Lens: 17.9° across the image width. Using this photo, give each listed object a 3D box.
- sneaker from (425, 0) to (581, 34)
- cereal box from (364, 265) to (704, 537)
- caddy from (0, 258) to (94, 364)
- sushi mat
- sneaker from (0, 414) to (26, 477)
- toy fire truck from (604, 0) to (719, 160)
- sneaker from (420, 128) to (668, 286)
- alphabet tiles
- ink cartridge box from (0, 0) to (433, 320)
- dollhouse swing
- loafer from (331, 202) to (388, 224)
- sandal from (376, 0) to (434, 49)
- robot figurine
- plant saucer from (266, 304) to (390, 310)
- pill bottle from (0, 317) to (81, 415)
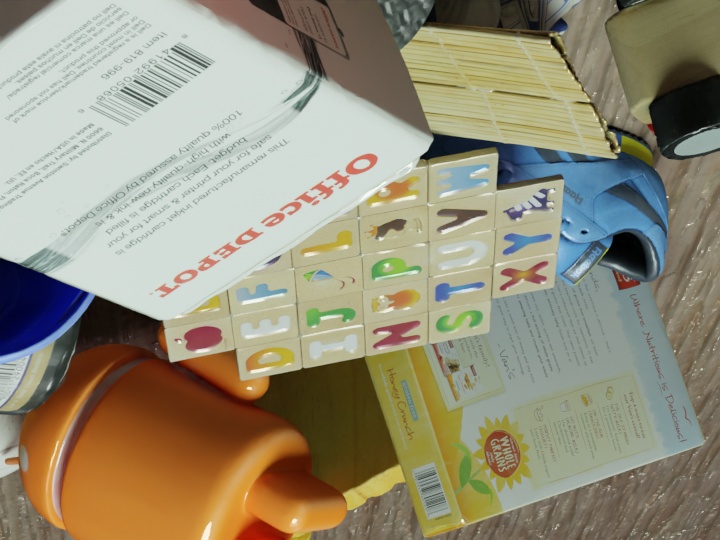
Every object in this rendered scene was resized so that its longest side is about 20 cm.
[{"bbox_3d":[0.069,-0.151,0.979,0.088,0.076,0.200,-13,165,-14],"label":"sneaker"},{"bbox_3d":[0.093,0.053,1.257,0.200,0.144,0.039,-12,170,-42],"label":"cereal box"},{"bbox_3d":[-0.206,-0.028,1.000,0.199,0.142,0.105,0,177,-30],"label":"caddy"},{"bbox_3d":[0.013,-0.087,1.018,0.199,0.012,0.096,9,154,28],"label":"sushi mat"},{"bbox_3d":[-0.244,0.070,1.294,0.199,0.075,0.100,8,150,-35],"label":"sneaker"},{"bbox_3d":[0.232,-0.096,1.112,0.176,0.129,0.200,-20,165,18],"label":"toy fire truck"},{"bbox_3d":[0.094,-0.040,1.203,0.200,0.079,0.066,15,146,-41],"label":"sneaker"},{"bbox_3d":[0.000,0.000,1.106,0.199,0.006,0.167,-11,149,-5],"label":"alphabet tiles"},{"bbox_3d":[-0.090,-0.070,0.846,0.146,0.083,0.200,-31,149,22],"label":"ink cartridge box"},{"bbox_3d":[0.045,0.102,1.391,0.200,0.182,0.176,-30,131,34],"label":"dollhouse swing"},{"bbox_3d":[-0.021,-0.040,1.169,0.075,0.070,0.200,-3,170,-13],"label":"loafer"},{"bbox_3d":[-0.053,-0.146,0.906,0.200,0.048,0.075,33,100,-41],"label":"sandal"},{"bbox_3d":[-0.108,0.115,1.275,0.117,0.200,0.144,-44,149,-39],"label":"robot figurine"},{"bbox_3d":[-0.054,0.014,1.231,0.070,0.019,0.200,0,179,-23],"label":"plant saucer"},{"bbox_3d":[-0.247,0.010,1.124,0.199,0.112,0.112,8,149,-35],"label":"pill bottle"}]
